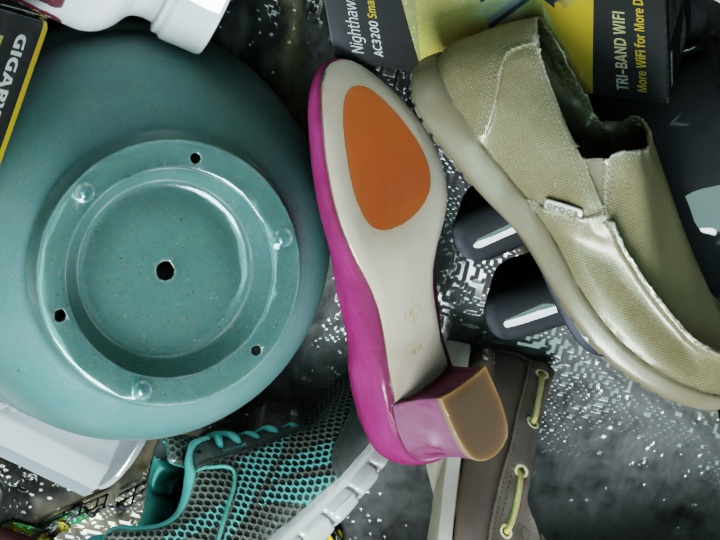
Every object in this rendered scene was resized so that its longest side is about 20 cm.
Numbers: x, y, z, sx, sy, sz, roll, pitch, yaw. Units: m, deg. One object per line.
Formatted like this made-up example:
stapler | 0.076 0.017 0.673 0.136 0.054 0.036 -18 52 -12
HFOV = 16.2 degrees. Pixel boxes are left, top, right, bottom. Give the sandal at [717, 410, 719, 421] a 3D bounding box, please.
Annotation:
sandal | 0.266 0.036 1.243 0.199 0.045 0.075 -24 113 15

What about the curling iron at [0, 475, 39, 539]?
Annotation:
curling iron | -0.141 0.144 1.256 0.199 0.026 0.050 29 132 10

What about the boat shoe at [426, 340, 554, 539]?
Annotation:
boat shoe | 0.061 0.126 1.228 0.059 0.201 0.072 7 146 -3

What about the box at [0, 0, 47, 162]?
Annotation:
box | -0.238 -0.047 1.135 0.159 0.049 0.201 24 97 36

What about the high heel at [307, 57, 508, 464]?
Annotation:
high heel | 0.000 0.000 1.176 0.067 0.096 0.201 -23 102 -32

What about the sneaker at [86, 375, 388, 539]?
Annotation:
sneaker | -0.057 0.105 1.227 0.091 0.200 0.078 48 140 -8

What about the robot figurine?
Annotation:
robot figurine | 0.145 -0.034 1.176 0.199 0.125 0.150 -20 142 13

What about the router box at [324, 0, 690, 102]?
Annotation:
router box | 0.057 -0.165 1.065 0.156 0.052 0.200 8 141 16

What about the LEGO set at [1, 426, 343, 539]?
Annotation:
LEGO set | -0.109 0.184 1.302 0.199 0.116 0.154 -17 114 12

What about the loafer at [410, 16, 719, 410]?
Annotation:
loafer | 0.105 -0.025 1.077 0.067 0.076 0.200 -40 97 23

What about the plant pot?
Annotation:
plant pot | -0.099 -0.009 1.158 0.199 0.134 0.201 -3 100 -16

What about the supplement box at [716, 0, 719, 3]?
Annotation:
supplement box | 0.126 -0.214 1.112 0.199 0.074 0.126 27 116 -9

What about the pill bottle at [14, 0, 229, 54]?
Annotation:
pill bottle | -0.144 -0.177 1.128 0.199 0.113 0.113 25 116 -9

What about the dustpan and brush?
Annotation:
dustpan and brush | -0.133 0.002 1.241 0.139 0.057 0.201 28 85 -26
